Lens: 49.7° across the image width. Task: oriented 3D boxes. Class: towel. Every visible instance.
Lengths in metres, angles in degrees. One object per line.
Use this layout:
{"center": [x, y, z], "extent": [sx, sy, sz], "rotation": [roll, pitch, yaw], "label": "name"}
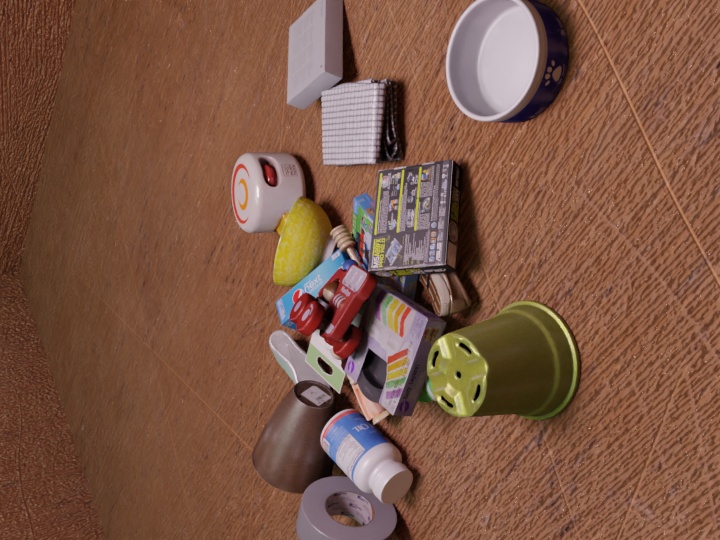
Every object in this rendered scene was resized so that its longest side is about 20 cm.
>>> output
{"center": [0.002, -0.293, 1.566], "extent": [0.200, 0.085, 0.167], "rotation": [7, 97, 53], "label": "towel"}

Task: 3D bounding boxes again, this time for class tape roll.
{"center": [-0.029, 0.510, 1.584], "extent": [0.200, 0.200, 0.066], "rotation": [37, 123, 44], "label": "tape roll"}

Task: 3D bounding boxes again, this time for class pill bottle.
{"center": [0.015, 0.382, 1.588], "extent": [0.200, 0.112, 0.113], "rotation": [37, 121, 43], "label": "pill bottle"}

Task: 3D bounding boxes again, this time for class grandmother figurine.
{"center": [-0.008, 0.216, 1.585], "extent": [0.200, 0.060, 0.121], "rotation": [57, -179, 9], "label": "grandmother figurine"}

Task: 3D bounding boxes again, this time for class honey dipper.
{"center": [0.000, 0.000, 1.573], "extent": [0.038, 0.038, 0.201], "rotation": [-42, 71, 45], "label": "honey dipper"}

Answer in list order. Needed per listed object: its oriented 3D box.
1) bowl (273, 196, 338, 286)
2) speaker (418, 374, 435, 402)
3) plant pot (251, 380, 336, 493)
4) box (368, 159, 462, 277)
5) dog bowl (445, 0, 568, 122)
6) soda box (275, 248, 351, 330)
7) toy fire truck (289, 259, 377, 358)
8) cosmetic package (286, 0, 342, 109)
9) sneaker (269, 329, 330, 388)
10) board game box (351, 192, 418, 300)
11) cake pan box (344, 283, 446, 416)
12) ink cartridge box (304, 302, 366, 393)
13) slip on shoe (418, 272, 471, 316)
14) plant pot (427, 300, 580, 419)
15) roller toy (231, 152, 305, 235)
{"center": [-0.106, -0.050, 1.686], "extent": [0.107, 0.200, 0.201], "rotation": [17, 112, 6], "label": "bowl"}
{"center": [0.100, 0.203, 1.483], "extent": [0.200, 0.088, 0.089], "rotation": [-7, 88, 52], "label": "speaker"}
{"center": [-0.125, 0.347, 1.700], "extent": [0.187, 0.186, 0.201], "rotation": [44, 126, 40], "label": "plant pot"}
{"center": [0.099, -0.092, 1.406], "extent": [0.160, 0.044, 0.201], "rotation": [-5, 71, 33], "label": "box"}
{"center": [0.235, -0.342, 1.264], "extent": [0.200, 0.079, 0.201], "rotation": [8, 100, 52], "label": "dog bowl"}
{"center": [-0.085, 0.045, 1.644], "extent": [0.200, 0.068, 0.064], "rotation": [-38, 49, 23], "label": "soda box"}
{"center": [-0.042, 0.061, 1.499], "extent": [0.168, 0.112, 0.200], "rotation": [-56, 18, 0], "label": "toy fire truck"}
{"center": [-0.098, -0.468, 1.664], "extent": [0.151, 0.051, 0.201], "rotation": [-27, 57, 52], "label": "cosmetic package"}
{"center": [-0.136, 0.230, 1.818], "extent": [0.201, 0.074, 0.118], "rotation": [51, 170, 11], "label": "sneaker"}
{"center": [0.046, -0.033, 1.531], "extent": [0.200, 0.036, 0.152], "rotation": [52, 152, 35], "label": "board game box"}
{"center": [0.058, 0.147, 1.442], "extent": [0.184, 0.052, 0.201], "rotation": [36, 111, 53], "label": "cake pan box"}
{"center": [-0.045, 0.143, 1.692], "extent": [0.145, 0.048, 0.201], "rotation": [36, 120, 44], "label": "ink cartridge box"}
{"center": [0.146, 0.001, 1.431], "extent": [0.200, 0.060, 0.076], "rotation": [-110, 15, -47], "label": "slip on shoe"}
{"center": [0.215, 0.155, 1.252], "extent": [0.200, 0.184, 0.202], "rotation": [7, 99, 52], "label": "plant pot"}
{"center": [-0.207, -0.179, 1.795], "extent": [0.200, 0.139, 0.183], "rotation": [31, 121, 58], "label": "roller toy"}
